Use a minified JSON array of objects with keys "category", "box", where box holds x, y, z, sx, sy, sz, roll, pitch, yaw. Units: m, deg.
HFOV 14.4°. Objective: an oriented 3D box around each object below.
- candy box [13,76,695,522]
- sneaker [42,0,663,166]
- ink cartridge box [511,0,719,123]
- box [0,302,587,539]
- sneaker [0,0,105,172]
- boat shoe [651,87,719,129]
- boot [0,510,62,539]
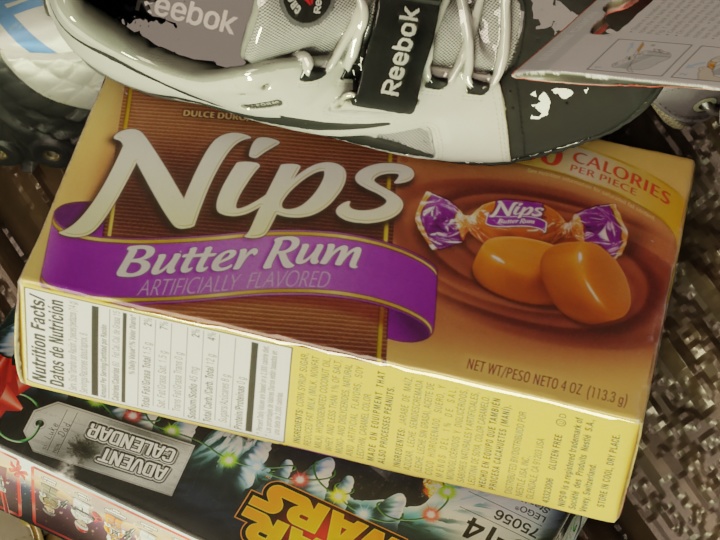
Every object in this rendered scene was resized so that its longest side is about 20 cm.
[{"category":"candy box","box":[0.000,0.000,0.921,0.199,0.117,0.057,14,139,5]},{"category":"sneaker","box":[-0.002,-0.073,0.880,0.198,0.089,0.075,3,91,6]},{"category":"ink cartridge box","box":[0.155,-0.047,0.818,0.199,0.109,0.051,8,120,30]},{"category":"box","box":[-0.022,0.050,0.940,0.199,0.040,0.137,23,52,14]},{"category":"sneaker","box":[-0.083,-0.089,0.992,0.199,0.072,0.073,-15,45,24]},{"category":"boat shoe","box":[0.105,-0.079,0.933,0.199,0.072,0.065,2,102,14]},{"category":"boot","box":[-0.141,0.109,0.956,0.199,0.155,0.073,-16,87,17]}]
